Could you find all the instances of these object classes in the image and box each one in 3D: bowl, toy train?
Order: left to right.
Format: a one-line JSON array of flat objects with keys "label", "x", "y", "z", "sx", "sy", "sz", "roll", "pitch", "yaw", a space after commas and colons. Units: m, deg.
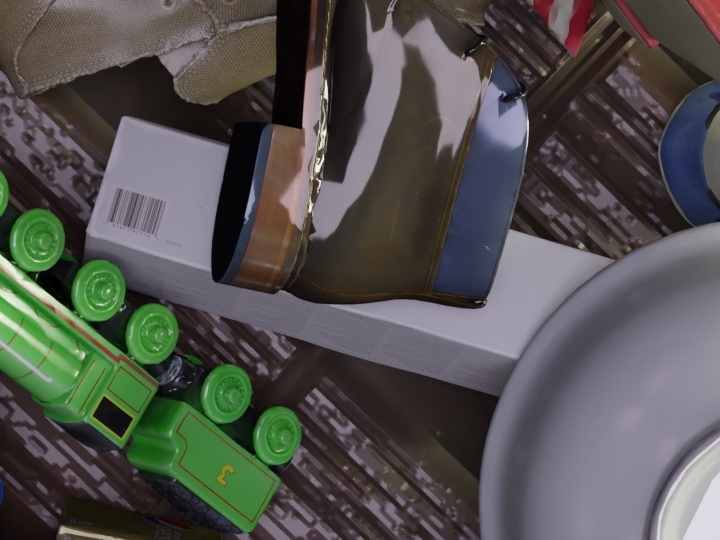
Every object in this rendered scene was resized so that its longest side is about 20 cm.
[{"label": "toy train", "x": -0.098, "y": 0.030, "z": 1.042, "sx": 0.200, "sy": 0.042, "sz": 0.056, "roll": 41, "pitch": 71, "yaw": -34}, {"label": "bowl", "x": 0.141, "y": 0.087, "z": 0.985, "sx": 0.201, "sy": 0.090, "sz": 0.201, "roll": 0, "pitch": 97, "yaw": 0}]

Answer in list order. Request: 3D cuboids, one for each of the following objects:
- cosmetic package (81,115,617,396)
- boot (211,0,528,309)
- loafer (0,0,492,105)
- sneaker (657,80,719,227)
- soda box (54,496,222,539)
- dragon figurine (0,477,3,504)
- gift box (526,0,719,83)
[{"label": "cosmetic package", "x": 0.000, "y": 0.000, "z": 1.063, "sx": 0.200, "sy": 0.083, "sz": 0.051, "roll": 16, "pitch": 76, "yaw": -4}, {"label": "boot", "x": 0.019, "y": -0.082, "z": 0.999, "sx": 0.097, "sy": 0.075, "sz": 0.200, "roll": 15, "pitch": 97, "yaw": -14}, {"label": "loafer", "x": -0.045, "y": -0.095, "z": 1.065, "sx": 0.200, "sy": 0.076, "sz": 0.068, "roll": 0, "pitch": 97, "yaw": 6}, {"label": "sneaker", "x": 0.216, "y": -0.043, "z": 1.056, "sx": 0.199, "sy": 0.115, "sz": 0.081, "roll": -7, "pitch": 96, "yaw": -2}, {"label": "soda box", "x": -0.103, "y": 0.192, "z": 1.083, "sx": 0.064, "sy": 0.068, "sz": 0.200, "roll": 12, "pitch": 94, "yaw": -4}, {"label": "dragon figurine", "x": -0.161, "y": 0.060, "z": 1.036, "sx": 0.059, "sy": 0.200, "sz": 0.100, "roll": -11, "pitch": 57, "yaw": -4}, {"label": "gift box", "x": 0.133, "y": -0.163, "z": 1.013, "sx": 0.184, "sy": 0.187, "sz": 0.200, "roll": -35, "pitch": 115, "yaw": -2}]
